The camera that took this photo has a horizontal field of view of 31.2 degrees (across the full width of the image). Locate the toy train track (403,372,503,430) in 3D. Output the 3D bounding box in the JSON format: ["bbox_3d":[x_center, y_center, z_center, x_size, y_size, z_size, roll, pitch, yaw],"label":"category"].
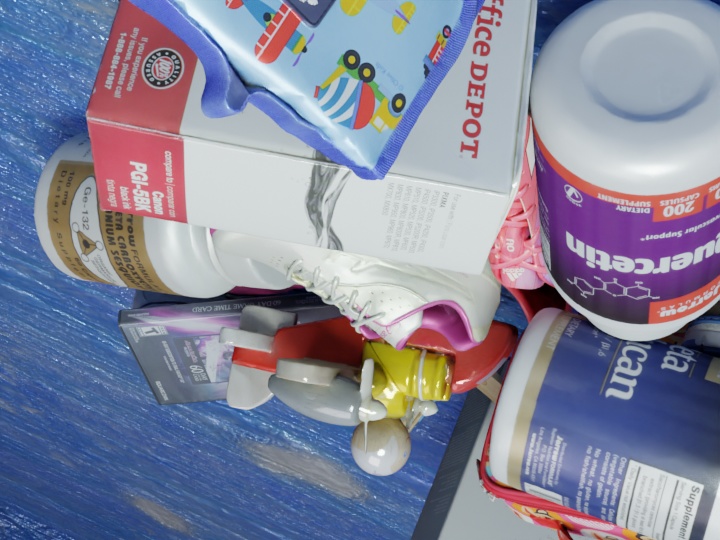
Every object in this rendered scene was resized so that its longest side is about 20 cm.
[{"bbox_3d":[0.066,0.080,1.063,0.114,0.033,0.201,40,141,8],"label":"toy train track"}]

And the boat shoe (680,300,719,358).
[{"bbox_3d":[0.292,0.044,0.756,0.198,0.073,0.072,15,153,27],"label":"boat shoe"}]

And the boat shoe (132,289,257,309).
[{"bbox_3d":[-0.106,0.045,1.141,0.197,0.070,0.071,8,132,-19],"label":"boat shoe"}]

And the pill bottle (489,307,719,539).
[{"bbox_3d":[0.184,0.101,0.755,0.198,0.112,0.111,17,154,18],"label":"pill bottle"}]

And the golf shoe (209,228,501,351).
[{"bbox_3d":[0.000,0.000,0.823,0.197,0.093,0.075,7,163,-9],"label":"golf shoe"}]

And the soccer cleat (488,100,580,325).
[{"bbox_3d":[0.099,-0.033,0.785,0.068,0.074,0.200,7,150,34],"label":"soccer cleat"}]

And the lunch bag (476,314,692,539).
[{"bbox_3d":[0.184,0.122,0.885,0.198,0.178,0.082,3,150,37],"label":"lunch bag"}]

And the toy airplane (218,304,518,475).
[{"bbox_3d":[-0.007,0.081,0.939,0.198,0.143,0.198,-6,172,-33],"label":"toy airplane"}]

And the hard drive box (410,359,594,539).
[{"bbox_3d":[0.137,0.203,1.060,0.155,0.202,0.077,28,156,-9],"label":"hard drive box"}]

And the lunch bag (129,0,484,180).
[{"bbox_3d":[-0.022,-0.145,0.526,0.150,0.202,0.094,38,153,-28],"label":"lunch bag"}]

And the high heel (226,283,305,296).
[{"bbox_3d":[-0.046,-0.012,1.004,0.198,0.068,0.096,3,169,39],"label":"high heel"}]

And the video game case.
[{"bbox_3d":[-0.090,0.067,1.085,0.197,0.019,0.143,-5,147,4],"label":"video game case"}]

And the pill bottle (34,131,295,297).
[{"bbox_3d":[-0.132,-0.040,0.938,0.198,0.115,0.115,7,150,34],"label":"pill bottle"}]

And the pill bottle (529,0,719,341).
[{"bbox_3d":[0.148,-0.043,0.673,0.111,0.113,0.201,16,154,19],"label":"pill bottle"}]

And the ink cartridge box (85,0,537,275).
[{"bbox_3d":[-0.020,-0.092,0.639,0.197,0.148,0.083,10,150,-1],"label":"ink cartridge box"}]
